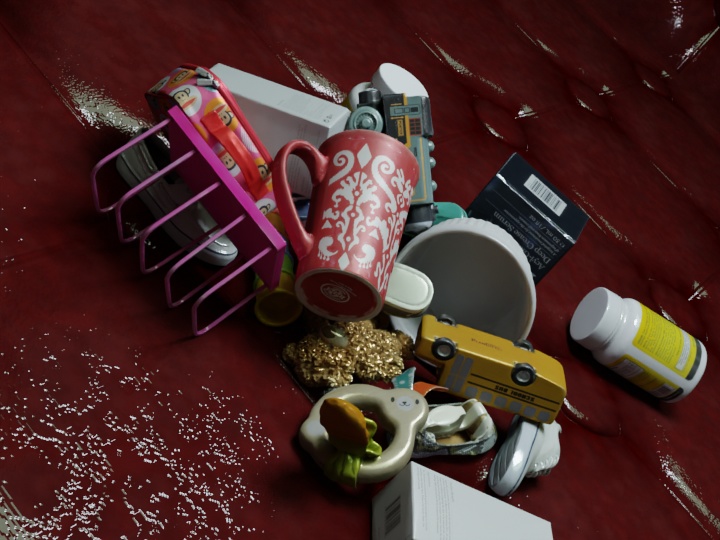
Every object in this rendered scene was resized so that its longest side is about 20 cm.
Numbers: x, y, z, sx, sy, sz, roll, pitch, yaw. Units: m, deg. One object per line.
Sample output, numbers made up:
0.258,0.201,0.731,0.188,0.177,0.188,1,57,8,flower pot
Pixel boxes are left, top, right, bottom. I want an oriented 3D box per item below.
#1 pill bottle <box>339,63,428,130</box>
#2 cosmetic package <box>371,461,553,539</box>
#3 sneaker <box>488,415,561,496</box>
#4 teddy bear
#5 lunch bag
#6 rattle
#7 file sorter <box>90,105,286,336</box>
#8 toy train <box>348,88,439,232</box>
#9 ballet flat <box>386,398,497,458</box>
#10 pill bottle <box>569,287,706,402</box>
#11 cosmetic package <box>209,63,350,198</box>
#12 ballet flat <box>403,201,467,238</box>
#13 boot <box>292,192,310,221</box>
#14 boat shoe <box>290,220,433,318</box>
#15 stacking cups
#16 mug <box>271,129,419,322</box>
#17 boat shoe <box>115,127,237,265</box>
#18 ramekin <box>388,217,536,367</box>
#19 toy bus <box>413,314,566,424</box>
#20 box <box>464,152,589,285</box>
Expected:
0.009,-0.196,1.558,0.112,0.200,0.113,27,34,-20,pill bottle
0.116,0.304,1.176,0.199,0.085,0.108,29,35,-19,cosmetic package
0.221,0.233,1.382,0.071,0.073,0.200,38,32,3,sneaker
-0.006,0.086,1.329,0.198,0.067,0.146,5,44,-44,teddy bear
-0.172,-0.153,1.317,0.201,0.082,0.176,58,-15,-25,lunch bag
0.027,0.135,1.198,0.199,0.144,0.130,-29,38,-28,rattle
-0.195,-0.047,1.203,0.125,0.139,0.201,-36,79,-19,file sorter
0.045,-0.145,1.444,0.085,0.112,0.203,-29,114,-89,toy train
0.119,0.192,1.331,0.199,0.072,0.072,1,49,-45,ballet flat
0.438,0.116,1.706,0.199,0.114,0.115,31,33,-15,pill bottle
-0.127,-0.187,1.437,0.198,0.114,0.081,23,31,10,cosmetic package
0.089,-0.071,1.558,0.070,0.068,0.200,14,0,-16,ballet flat
-0.028,-0.069,1.497,0.198,0.073,0.091,8,45,-27,boot
-0.001,0.003,1.378,0.200,0.060,0.073,27,71,9,boat shoe
-0.116,-0.017,1.361,0.060,0.061,0.201,20,32,-28,stacking cups
-0.029,-0.054,1.295,0.175,0.134,0.202,11,56,1,mug
-0.220,-0.092,1.323,0.200,0.065,0.074,43,32,5,boat shoe
0.138,0.025,1.440,0.200,0.201,0.105,39,23,-1,ramekin
0.162,0.125,1.373,0.198,0.079,0.065,18,29,-4,toy bus
0.210,-0.042,1.579,0.148,0.200,0.107,40,33,3,box
